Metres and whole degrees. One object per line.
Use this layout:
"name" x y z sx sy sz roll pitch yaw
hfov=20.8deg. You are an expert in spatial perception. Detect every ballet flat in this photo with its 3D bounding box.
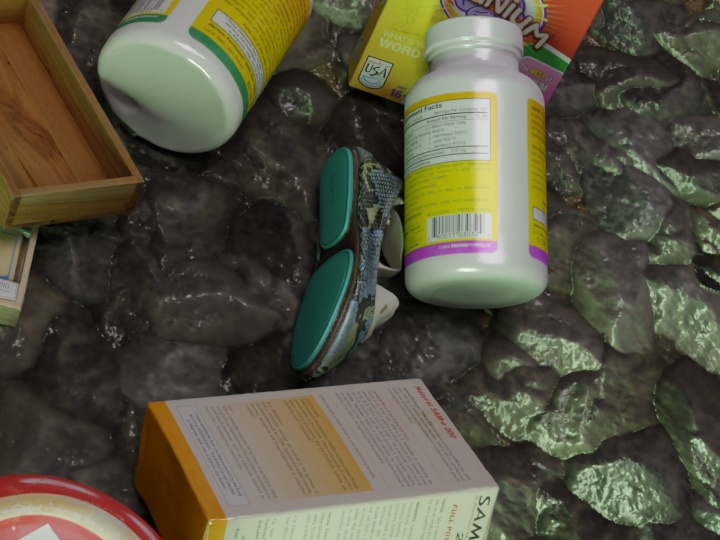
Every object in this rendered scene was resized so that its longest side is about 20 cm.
"ballet flat" 0.000 0.000 1.402 0.074 0.074 0.200 18 57 -12

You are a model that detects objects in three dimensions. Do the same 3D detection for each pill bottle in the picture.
"pill bottle" -0.102 -0.190 1.452 0.113 0.113 0.200 30 52 -2
"pill bottle" 0.083 -0.079 1.432 0.104 0.104 0.200 6 74 -19

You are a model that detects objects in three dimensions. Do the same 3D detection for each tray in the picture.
"tray" -0.238 -0.115 1.368 0.099 0.037 0.200 -9 53 -35

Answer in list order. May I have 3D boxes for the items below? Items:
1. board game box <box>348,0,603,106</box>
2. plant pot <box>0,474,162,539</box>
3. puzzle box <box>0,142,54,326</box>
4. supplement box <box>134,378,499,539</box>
"board game box" 0.096 -0.203 1.488 0.153 0.200 0.040 18 38 -11
"plant pot" -0.198 0.225 1.094 0.200 0.183 0.201 10 56 -15
"puzzle box" -0.314 -0.046 1.321 0.200 0.025 0.133 15 53 -14
"supplement box" -0.030 0.139 1.262 0.200 0.074 0.126 -3 33 -24
